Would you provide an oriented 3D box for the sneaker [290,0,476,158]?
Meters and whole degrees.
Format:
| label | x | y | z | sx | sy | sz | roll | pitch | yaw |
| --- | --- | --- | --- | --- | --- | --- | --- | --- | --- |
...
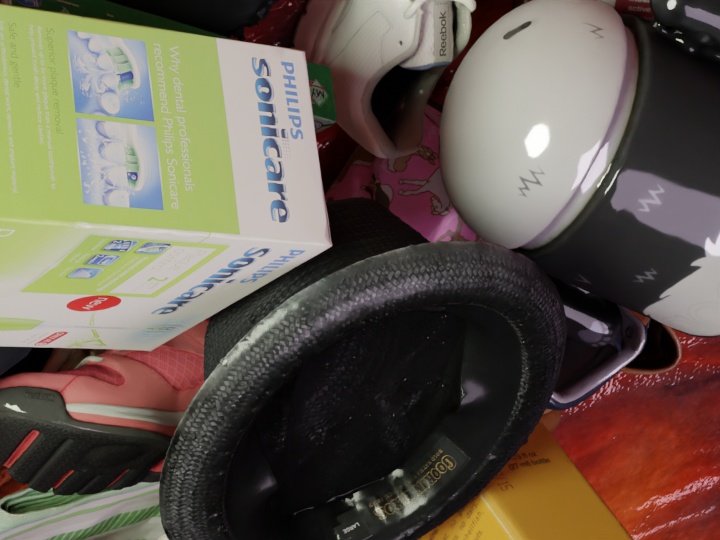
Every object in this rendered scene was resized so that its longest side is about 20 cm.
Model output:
| label | x | y | z | sx | sy | sz | roll | pitch | yaw |
| --- | --- | --- | --- | --- | --- | --- | --- | --- | --- |
| sneaker | 0.027 | -0.142 | 0.826 | 0.074 | 0.087 | 0.200 | -8 | 131 | -26 |

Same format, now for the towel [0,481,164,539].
| label | x | y | z | sx | sy | sz | roll | pitch | yaw |
| --- | --- | --- | --- | --- | --- | --- | --- | --- | --- |
| towel | -0.148 | 0.144 | 0.943 | 0.152 | 0.023 | 0.200 | -14 | 159 | -36 |

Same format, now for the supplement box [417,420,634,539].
| label | x | y | z | sx | sy | sz | roll | pitch | yaw |
| --- | --- | --- | --- | --- | --- | --- | --- | --- | --- |
| supplement box | 0.061 | 0.110 | 0.867 | 0.066 | 0.200 | 0.069 | -5 | 136 | -36 |

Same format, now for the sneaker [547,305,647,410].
| label | x | y | z | sx | sy | sz | roll | pitch | yaw |
| --- | --- | --- | --- | --- | --- | --- | --- | --- | --- |
| sneaker | 0.106 | -0.018 | 0.944 | 0.070 | 0.108 | 0.201 | 26 | 79 | -33 |

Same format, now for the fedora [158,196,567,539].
| label | x | y | z | sx | sy | sz | roll | pitch | yaw |
| --- | --- | --- | --- | --- | --- | --- | --- | --- | --- |
| fedora | -0.011 | 0.041 | 0.772 | 0.200 | 0.092 | 0.201 | -18 | 140 | -16 |

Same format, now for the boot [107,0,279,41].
| label | x | y | z | sx | sy | sz | roll | pitch | yaw |
| --- | --- | --- | --- | --- | --- | --- | --- | --- | --- |
| boot | -0.125 | -0.134 | 0.723 | 0.198 | 0.073 | 0.163 | -29 | 150 | -7 |

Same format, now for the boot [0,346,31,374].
| label | x | y | z | sx | sy | sz | roll | pitch | yaw |
| --- | --- | --- | --- | --- | --- | --- | --- | --- | --- |
| boot | -0.248 | 0.007 | 0.733 | 0.076 | 0.200 | 0.168 | -49 | -178 | 42 |

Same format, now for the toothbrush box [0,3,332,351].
| label | x | y | z | sx | sy | sz | roll | pitch | yaw |
| --- | --- | --- | --- | --- | --- | --- | --- | --- | --- |
| toothbrush box | -0.135 | -0.030 | 0.679 | 0.200 | 0.086 | 0.145 | 3 | 160 | -37 |

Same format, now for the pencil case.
| label | x | y | z | sx | sy | sz | roll | pitch | yaw |
| --- | --- | --- | --- | --- | --- | --- | --- | --- | --- |
| pencil case | 0.000 | 0.000 | 0.943 | 0.083 | 0.087 | 0.200 | 26 | 110 | -29 |

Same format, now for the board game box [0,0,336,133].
| label | x | y | z | sx | sy | sz | roll | pitch | yaw |
| --- | --- | --- | --- | --- | --- | --- | --- | --- | --- |
| board game box | -0.126 | -0.069 | 0.752 | 0.134 | 0.029 | 0.200 | -23 | 158 | 39 |

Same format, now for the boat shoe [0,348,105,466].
| label | x | y | z | sx | sy | sz | roll | pitch | yaw |
| --- | --- | --- | --- | --- | --- | --- | --- | --- | --- |
| boat shoe | -0.157 | 0.052 | 0.869 | 0.200 | 0.074 | 0.069 | 3 | 130 | -42 |

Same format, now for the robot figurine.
| label | x | y | z | sx | sy | sz | roll | pitch | yaw |
| --- | --- | --- | --- | --- | --- | --- | --- | --- | --- |
| robot figurine | 0.131 | -0.046 | 0.828 | 0.200 | 0.125 | 0.151 | 23 | 77 | -18 |

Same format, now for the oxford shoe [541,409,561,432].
| label | x | y | z | sx | sy | sz | roll | pitch | yaw |
| --- | --- | --- | --- | --- | --- | --- | --- | --- | --- |
| oxford shoe | 0.036 | 0.117 | 0.974 | 0.200 | 0.071 | 0.071 | -26 | 106 | -30 |

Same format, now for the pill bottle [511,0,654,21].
| label | x | y | z | sx | sy | sz | roll | pitch | yaw |
| --- | --- | --- | --- | --- | --- | --- | --- | --- | --- |
| pill bottle | 0.134 | -0.163 | 0.877 | 0.113 | 0.113 | 0.200 | -21 | 139 | -25 |

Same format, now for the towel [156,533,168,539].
| label | x | y | z | sx | sy | sz | roll | pitch | yaw |
| --- | --- | --- | --- | --- | --- | --- | --- | --- | --- |
| towel | -0.104 | 0.173 | 0.997 | 0.132 | 0.035 | 0.200 | -30 | 167 | -5 |

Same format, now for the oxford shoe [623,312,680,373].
| label | x | y | z | sx | sy | sz | roll | pitch | yaw |
| --- | --- | --- | --- | --- | --- | --- | --- | --- | --- |
| oxford shoe | 0.129 | 0.019 | 1.070 | 0.200 | 0.071 | 0.071 | 18 | 105 | -49 |

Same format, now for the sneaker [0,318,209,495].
| label | x | y | z | sx | sy | sz | roll | pitch | yaw |
| --- | --- | --- | --- | --- | --- | --- | --- | --- | --- |
| sneaker | -0.097 | 0.054 | 0.853 | 0.200 | 0.087 | 0.074 | 5 | 150 | -39 |
